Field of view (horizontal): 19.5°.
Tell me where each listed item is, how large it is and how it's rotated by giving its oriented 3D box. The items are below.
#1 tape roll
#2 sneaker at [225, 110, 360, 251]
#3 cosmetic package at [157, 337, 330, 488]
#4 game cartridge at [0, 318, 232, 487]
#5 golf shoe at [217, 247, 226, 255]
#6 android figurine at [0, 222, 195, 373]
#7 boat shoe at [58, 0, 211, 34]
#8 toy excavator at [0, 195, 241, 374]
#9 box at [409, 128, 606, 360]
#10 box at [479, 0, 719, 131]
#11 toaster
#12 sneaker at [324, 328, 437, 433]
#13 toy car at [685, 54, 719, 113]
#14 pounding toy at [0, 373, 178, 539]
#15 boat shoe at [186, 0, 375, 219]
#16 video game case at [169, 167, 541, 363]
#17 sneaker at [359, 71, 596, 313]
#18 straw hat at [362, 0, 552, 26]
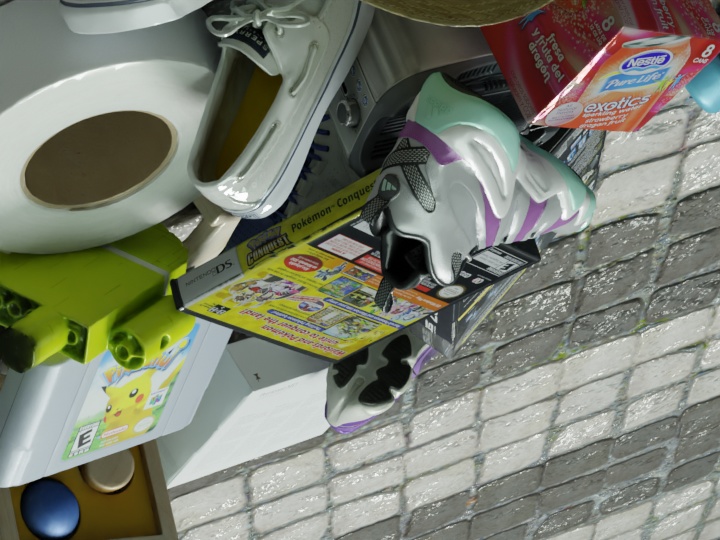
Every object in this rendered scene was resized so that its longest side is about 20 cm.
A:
[{"bbox_3d":[-0.177,-0.095,1.336,0.201,0.071,0.203,-19,153,-10],"label":"tape roll"},{"bbox_3d":[-0.033,-0.089,1.442,0.200,0.081,0.115,-48,141,-1],"label":"sneaker"},{"bbox_3d":[-0.070,0.102,1.757,0.200,0.052,0.151,-15,157,-48],"label":"cosmetic package"},{"bbox_3d":[-0.171,0.075,1.477,0.200,0.040,0.134,-17,137,-48],"label":"game cartridge"},{"bbox_3d":[-0.043,0.021,1.631,0.078,0.095,0.200,-37,152,22],"label":"golf shoe"},{"bbox_3d":[-0.196,0.005,1.405,0.200,0.181,0.041,-38,146,-55],"label":"android figurine"},{"bbox_3d":[-0.089,-0.202,1.231,0.199,0.071,0.070,-21,121,-4],"label":"boat shoe"},{"bbox_3d":[-0.167,0.015,1.542,0.199,0.100,0.195,-27,156,-25],"label":"toy excavator"},{"bbox_3d":[0.114,-0.048,1.585,0.200,0.049,0.161,-49,159,-21],"label":"box"},{"bbox_3d":[0.122,-0.191,1.261,0.099,0.201,0.095,2,145,-41],"label":"box"},{"bbox_3d":[0.058,-0.146,1.360,0.199,0.130,0.114,-14,153,-28],"label":"toaster"},{"bbox_3d":[0.031,0.053,1.709,0.200,0.081,0.084,-45,171,-30],"label":"sneaker"},{"bbox_3d":[0.372,-0.125,1.583,0.184,0.201,0.177,-35,151,20],"label":"toy car"},{"bbox_3d":[-0.221,0.145,1.642,0.199,0.185,0.142,0,157,-39],"label":"pounding toy"},{"bbox_3d":[-0.057,-0.136,1.270,0.086,0.074,0.203,25,88,-58],"label":"boat shoe"},{"bbox_3d":[0.000,0.000,1.414,0.180,0.026,0.200,-28,155,23],"label":"video game case"},{"bbox_3d":[0.060,-0.028,1.298,0.140,0.078,0.200,-55,142,2],"label":"sneaker"},{"bbox_3d":[0.036,-0.205,1.198,0.200,0.202,0.085,-16,161,-15],"label":"straw hat"}]
